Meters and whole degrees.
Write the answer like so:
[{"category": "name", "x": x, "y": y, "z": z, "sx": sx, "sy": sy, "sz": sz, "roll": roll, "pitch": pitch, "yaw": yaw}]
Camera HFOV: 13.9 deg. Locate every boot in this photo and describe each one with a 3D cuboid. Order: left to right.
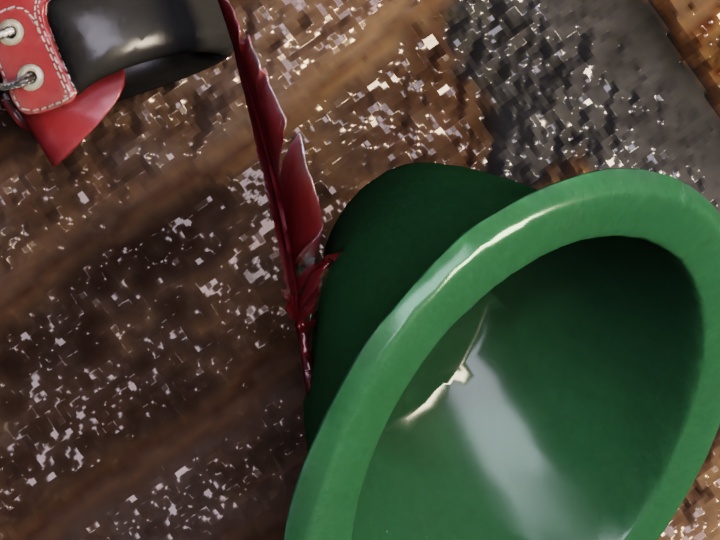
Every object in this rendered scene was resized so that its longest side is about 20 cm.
[{"category": "boot", "x": -0.139, "y": -0.099, "z": 0.865, "sx": 0.199, "sy": 0.072, "sz": 0.145, "roll": -6, "pitch": 83, "yaw": -14}]

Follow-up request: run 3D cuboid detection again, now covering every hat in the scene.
[{"category": "hat", "x": 0.000, "y": 0.000, "z": 0.880, "sx": 0.165, "sy": 0.176, "sz": 0.200, "roll": 1, "pitch": 117, "yaw": -45}]
